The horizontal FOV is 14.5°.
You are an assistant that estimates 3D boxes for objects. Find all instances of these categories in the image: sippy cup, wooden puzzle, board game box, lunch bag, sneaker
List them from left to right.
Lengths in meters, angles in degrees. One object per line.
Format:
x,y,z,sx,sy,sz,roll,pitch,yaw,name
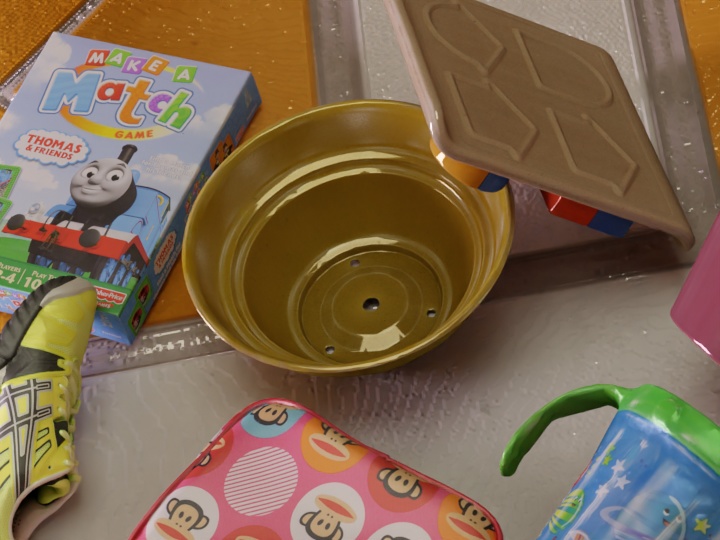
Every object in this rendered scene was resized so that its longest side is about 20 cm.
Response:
-0.194,0.098,1.684,0.076,0.075,0.200,17,71,15,sneaker
-0.172,-0.056,1.811,0.151,0.037,0.200,13,57,22,board game box
-0.030,0.179,1.571,0.200,0.082,0.176,29,66,29,lunch bag
0.094,-0.093,1.688,0.046,0.200,0.185,-52,33,27,wooden puzzle
0.157,0.153,1.523,0.130,0.140,0.178,-45,33,-8,sippy cup

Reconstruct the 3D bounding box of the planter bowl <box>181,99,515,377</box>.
0.000,0.000,1.696,0.200,0.084,0.201,-7,53,9,planter bowl

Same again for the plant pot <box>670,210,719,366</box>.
0.275,-0.007,1.565,0.200,0.200,0.179,42,100,34,plant pot
